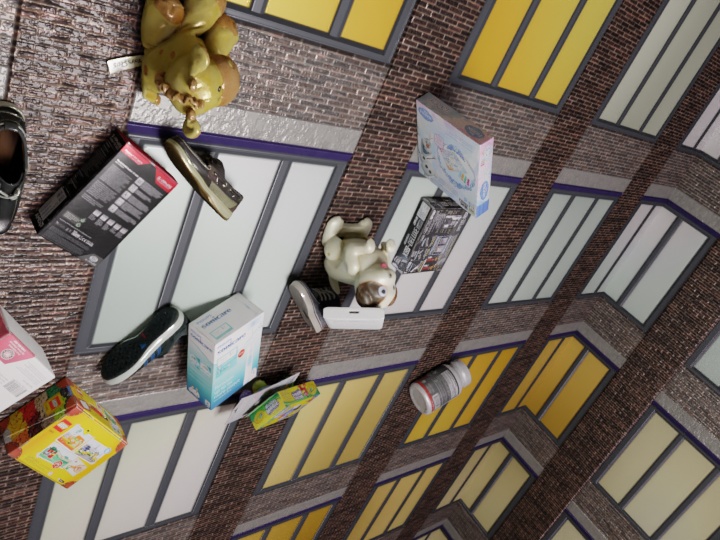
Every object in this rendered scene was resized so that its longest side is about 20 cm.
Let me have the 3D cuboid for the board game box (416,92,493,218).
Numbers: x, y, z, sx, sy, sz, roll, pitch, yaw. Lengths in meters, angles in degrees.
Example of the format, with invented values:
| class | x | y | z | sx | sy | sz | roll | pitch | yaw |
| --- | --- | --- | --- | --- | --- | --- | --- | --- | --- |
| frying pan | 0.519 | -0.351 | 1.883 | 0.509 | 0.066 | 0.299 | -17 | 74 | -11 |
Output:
| class | x | y | z | sx | sy | sz | roll | pitch | yaw |
| --- | --- | --- | --- | --- | --- | --- | --- | --- | --- |
| board game box | 0.197 | -0.245 | 1.367 | 0.043 | 0.200 | 0.201 | -32 | 144 | -17 |

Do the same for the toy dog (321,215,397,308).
| class | x | y | z | sx | sy | sz | roll | pitch | yaw |
| --- | --- | --- | --- | --- | --- | --- | --- | --- | --- |
| toy dog | 0.000 | 0.000 | 1.419 | 0.138 | 0.200 | 0.196 | 10 | 119 | -48 |

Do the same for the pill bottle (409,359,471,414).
| class | x | y | z | sx | sy | sz | roll | pitch | yaw |
| --- | --- | --- | --- | --- | --- | --- | --- | --- | --- |
| pill bottle | 0.272 | 0.390 | 2.168 | 0.197 | 0.116 | 0.117 | -26 | 142 | -24 |

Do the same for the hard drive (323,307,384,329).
| class | x | y | z | sx | sy | sz | roll | pitch | yaw |
| --- | --- | --- | --- | --- | --- | --- | --- | --- | --- |
| hard drive | -0.013 | 0.108 | 1.436 | 0.128 | 0.027 | 0.200 | 1 | 170 | 1 |

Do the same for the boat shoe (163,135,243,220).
| class | x | y | z | sx | sy | sz | roll | pitch | yaw |
| --- | --- | --- | --- | --- | --- | --- | --- | --- | --- |
| boat shoe | -0.265 | -0.168 | 1.102 | 0.065 | 0.073 | 0.201 | -48 | 150 | -13 |

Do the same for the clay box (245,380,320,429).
| class | x | y | z | sx | sy | sz | roll | pitch | yaw |
| --- | --- | --- | --- | --- | --- | --- | --- | --- | --- |
| clay box | -0.199 | 0.345 | 1.640 | 0.114 | 0.048 | 0.199 | -40 | 165 | 22 |

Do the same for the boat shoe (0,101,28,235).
| class | x | y | z | sx | sy | sz | roll | pitch | yaw |
| --- | --- | --- | --- | --- | --- | --- | --- | --- | --- |
| boat shoe | -0.504 | -0.128 | 0.895 | 0.071 | 0.068 | 0.203 | -5 | 131 | -44 |

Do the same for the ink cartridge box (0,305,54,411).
| class | x | y | z | sx | sy | sz | roll | pitch | yaw |
| --- | --- | --- | --- | --- | --- | --- | --- | --- | --- |
| ink cartridge box | -0.637 | 0.172 | 1.052 | 0.198 | 0.085 | 0.147 | -35 | 144 | -17 |

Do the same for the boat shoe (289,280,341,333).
| class | x | y | z | sx | sy | sz | roll | pitch | yaw |
| --- | --- | --- | --- | --- | --- | --- | --- | --- | --- |
| boat shoe | -0.102 | 0.062 | 1.503 | 0.092 | 0.075 | 0.201 | -41 | 153 | -16 |

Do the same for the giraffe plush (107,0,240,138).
| class | x | y | z | sx | sy | sz | roll | pitch | yaw |
| --- | --- | --- | --- | --- | --- | --- | --- | --- | --- |
| giraffe plush | -0.239 | -0.289 | 0.912 | 0.198 | 0.162 | 0.174 | -35 | 145 | -13 |

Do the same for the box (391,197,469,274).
| class | x | y | z | sx | sy | sz | roll | pitch | yaw |
| --- | --- | --- | --- | --- | --- | --- | --- | --- | --- |
| box | 0.183 | -0.089 | 1.645 | 0.155 | 0.050 | 0.203 | -7 | 131 | -42 |

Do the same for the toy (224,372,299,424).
| class | x | y | z | sx | sy | sz | roll | pitch | yaw |
| --- | --- | --- | --- | --- | --- | --- | --- | --- | --- |
| toy | -0.251 | 0.306 | 1.606 | 0.198 | 0.047 | 0.116 | -12 | 146 | -48 |

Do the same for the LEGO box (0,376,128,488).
| class | x | y | z | sx | sy | sz | roll | pitch | yaw |
| --- | --- | --- | --- | --- | --- | --- | --- | --- | --- |
| LEGO box | -0.581 | 0.325 | 1.270 | 0.148 | 0.077 | 0.202 | -35 | 144 | -13 |

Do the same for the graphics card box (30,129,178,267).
| class | x | y | z | sx | sy | sz | roll | pitch | yaw |
| --- | --- | --- | --- | --- | --- | --- | --- | --- | --- |
| graphics card box | -0.406 | -0.111 | 1.025 | 0.200 | 0.051 | 0.125 | -46 | 146 | 0 |

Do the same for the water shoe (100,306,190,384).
| class | x | y | z | sx | sy | sz | roll | pitch | yaw |
| --- | --- | --- | --- | --- | --- | --- | --- | --- | --- |
| water shoe | -0.419 | 0.161 | 1.272 | 0.199 | 0.072 | 0.079 | -40 | 147 | -5 |

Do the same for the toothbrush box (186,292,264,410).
| class | x | y | z | sx | sy | sz | roll | pitch | yaw |
| --- | --- | --- | --- | --- | --- | --- | --- | --- | --- |
| toothbrush box | -0.290 | 0.172 | 1.371 | 0.146 | 0.084 | 0.203 | -35 | 147 | -45 |
